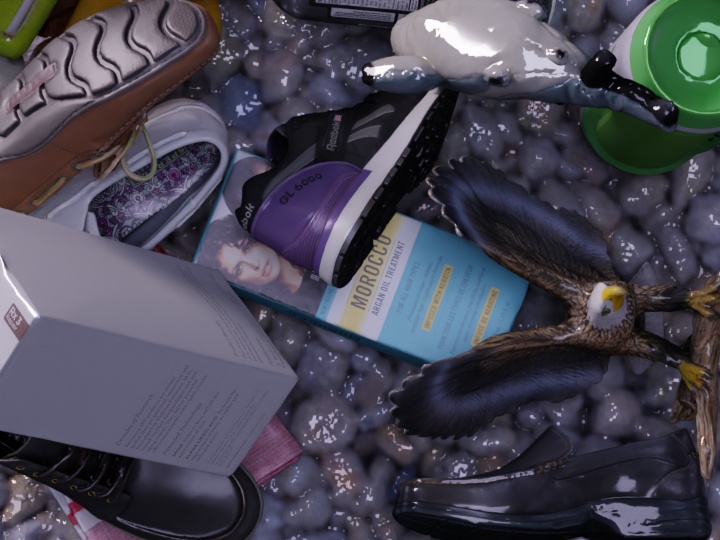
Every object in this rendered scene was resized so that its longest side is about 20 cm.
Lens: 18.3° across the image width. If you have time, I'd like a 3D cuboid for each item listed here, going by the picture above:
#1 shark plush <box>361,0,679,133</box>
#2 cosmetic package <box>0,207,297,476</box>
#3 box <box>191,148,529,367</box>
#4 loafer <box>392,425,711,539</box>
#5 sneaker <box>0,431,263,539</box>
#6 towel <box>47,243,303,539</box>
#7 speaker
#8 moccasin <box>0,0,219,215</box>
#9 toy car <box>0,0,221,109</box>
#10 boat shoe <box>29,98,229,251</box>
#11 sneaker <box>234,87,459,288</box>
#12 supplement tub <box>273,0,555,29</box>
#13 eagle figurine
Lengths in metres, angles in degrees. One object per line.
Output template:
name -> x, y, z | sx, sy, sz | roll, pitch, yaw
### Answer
shark plush -> 0.098, -0.124, 1.284 | 0.199, 0.083, 0.091 | 7, 70, 32
cosmetic package -> -0.146, 0.040, 1.264 | 0.081, 0.199, 0.113 | -56, 46, 19
box -> 0.000, 0.000, 1.389 | 0.199, 0.049, 0.083 | 21, 82, -2
loafer -> 0.117, 0.132, 1.378 | 0.199, 0.073, 0.073 | 3, 75, -14
sneaker -> -0.154, 0.114, 1.309 | 0.199, 0.106, 0.075 | 24, 90, 1
towel -> -0.149, 0.073, 1.384 | 0.144, 0.023, 0.200 | -35, 87, -8
speaker -> 0.185, -0.110, 1.339 | 0.088, 0.200, 0.089 | 0, 84, -4
moccasin -> -0.160, -0.084, 1.288 | 0.201, 0.078, 0.074 | -38, 48, 16
toy car -> -0.182, -0.184, 1.344 | 0.199, 0.175, 0.150 | 14, 39, -31
boat shoe -> -0.158, -0.022, 1.335 | 0.199, 0.069, 0.072 | -33, 113, 0
sneaker -> -0.006, -0.079, 1.351 | 0.087, 0.076, 0.200 | 25, 43, 11
supplement tub -> 0.022, -0.210, 1.377 | 0.199, 0.123, 0.123 | 6, 83, -3
eagle figurine -> 0.121, 0.025, 1.330 | 0.199, 0.151, 0.152 | 8, 45, -2
